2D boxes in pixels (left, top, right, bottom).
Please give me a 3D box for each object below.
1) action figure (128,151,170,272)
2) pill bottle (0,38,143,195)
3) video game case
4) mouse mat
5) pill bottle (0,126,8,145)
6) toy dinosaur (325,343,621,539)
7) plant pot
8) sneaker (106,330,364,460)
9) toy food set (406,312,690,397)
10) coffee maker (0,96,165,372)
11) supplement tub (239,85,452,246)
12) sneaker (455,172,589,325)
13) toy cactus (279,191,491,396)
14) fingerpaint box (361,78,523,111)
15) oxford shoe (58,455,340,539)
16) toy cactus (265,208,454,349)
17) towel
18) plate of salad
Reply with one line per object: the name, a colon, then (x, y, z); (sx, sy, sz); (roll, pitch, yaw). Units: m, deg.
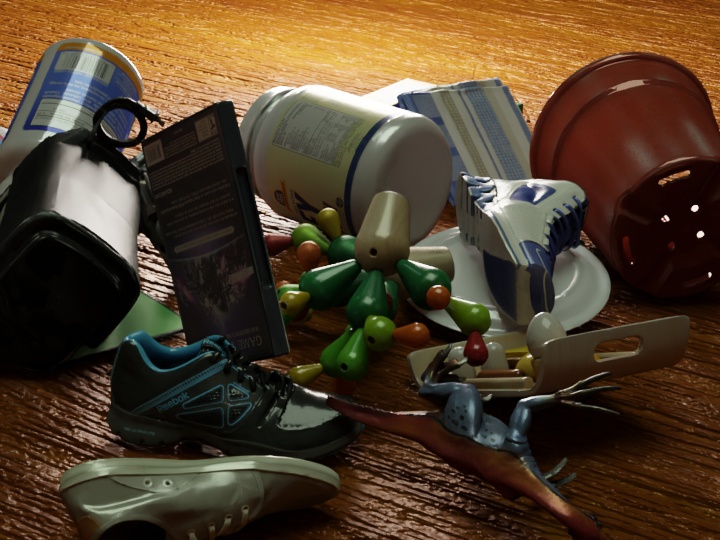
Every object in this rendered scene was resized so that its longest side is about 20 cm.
action figure: (-0.198, -0.059, 1.535); (0.069, 0.131, 0.200); (-17, 19, -22)
pill bottle: (-0.288, -0.119, 1.538); (0.111, 0.113, 0.201); (7, 53, 10)
video game case: (-0.120, -0.022, 1.276); (0.019, 0.202, 0.142); (-13, -1, -34)
mouse mat: (-0.266, 0.036, 1.434); (0.160, 0.008, 0.199); (-15, 27, -38)
pill bottle: (-0.396, -0.084, 1.582); (0.199, 0.110, 0.108); (-17, 29, -41)
toy dinosaur: (0.096, 0.143, 1.132); (0.198, 0.106, 0.182); (-20, 34, -2)
plant pot: (0.288, -0.085, 1.566); (0.199, 0.202, 0.196); (-1, 29, -10)
sneaker: (-0.094, 0.095, 1.202); (0.198, 0.083, 0.073); (5, 18, 0)
toy food set: (0.147, 0.061, 1.278); (0.142, 0.061, 0.200); (-9, 1, -30)
coffee maker: (-0.251, -0.037, 1.353); (0.134, 0.193, 0.200); (15, 21, -15)
supplement tub: (-0.020, -0.110, 1.645); (0.199, 0.146, 0.144); (21, 27, 38)
sneaker: (0.162, -0.037, 1.447); (0.114, 0.081, 0.200); (-7, 31, -8)
toy cactus: (0.018, 0.018, 1.268); (0.198, 0.102, 0.166); (-6, 56, 30)
fingerpaint box: (0.077, -0.165, 1.895); (0.166, 0.074, 0.200); (16, 25, 28)
oxford shoe: (-0.106, 0.161, 1.078); (0.198, 0.075, 0.058); (1, 61, -26)
toy cactus: (0.000, 0.000, 1.406); (0.164, 0.103, 0.200); (-11, 21, -15)
towel: (0.131, -0.146, 1.784); (0.024, 0.148, 0.199); (-34, -13, 39)
plate of salad: (0.134, 0.015, 1.484); (0.198, 0.048, 0.201); (0, 33, 0)
